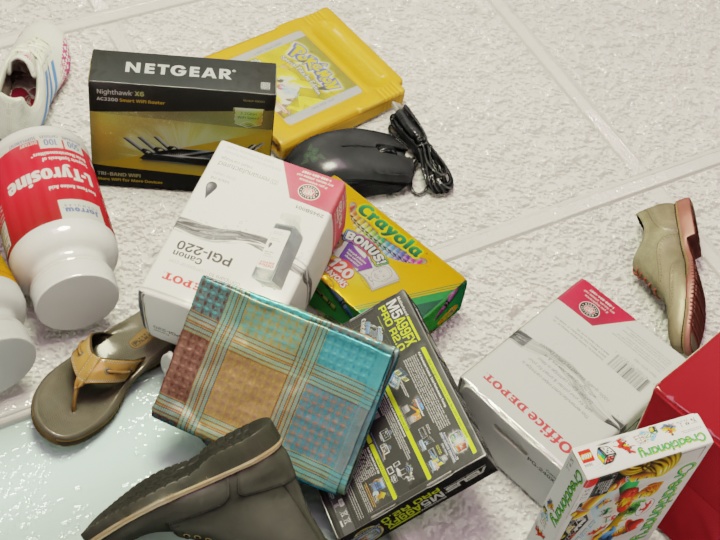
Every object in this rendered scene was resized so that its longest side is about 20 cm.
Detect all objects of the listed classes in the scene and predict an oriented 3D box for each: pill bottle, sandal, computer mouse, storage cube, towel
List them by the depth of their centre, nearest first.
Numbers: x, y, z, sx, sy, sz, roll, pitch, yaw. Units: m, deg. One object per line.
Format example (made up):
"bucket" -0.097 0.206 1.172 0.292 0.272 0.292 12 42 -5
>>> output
"towel" -0.080 0.105 1.221 0.198 0.022 0.148 21 91 6
"storage cube" 0.376 0.171 1.262 0.199 0.172 0.180 -34 61 -30
"pill bottle" -0.394 0.022 1.297 0.110 0.112 0.200 -22 57 -25
"sandal" -0.244 0.090 1.303 0.081 0.055 0.200 37 55 20
"pill bottle" -0.313 -0.043 1.364 0.111 0.113 0.201 -12 54 -18
"computer mouse" 0.001 -0.133 1.527 0.198 0.053 0.139 -15 55 -20

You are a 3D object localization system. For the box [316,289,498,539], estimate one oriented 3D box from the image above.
"box" 0.018 0.140 1.265 0.159 0.044 0.201 -31 56 5

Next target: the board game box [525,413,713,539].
"board game box" 0.223 0.206 1.188 0.125 0.201 0.035 -13 56 -18

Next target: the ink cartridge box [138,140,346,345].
"ink cartridge box" -0.114 -0.013 1.325 0.144 0.085 0.201 19 60 9

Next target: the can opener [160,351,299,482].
"can opener" -0.125 0.146 1.277 0.066 0.053 0.200 -29 61 -28

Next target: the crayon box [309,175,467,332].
"crayon box" 0.000 0.000 1.413 0.200 0.059 0.119 39 57 21

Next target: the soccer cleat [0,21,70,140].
"soccer cleat" -0.376 -0.233 1.527 0.069 0.087 0.201 6 50 -4

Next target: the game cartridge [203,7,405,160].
"game cartridge" -0.068 -0.232 1.612 0.199 0.033 0.176 -29 61 -27

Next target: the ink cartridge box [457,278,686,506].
"ink cartridge box" 0.207 0.123 1.330 0.199 0.084 0.145 -35 64 -31

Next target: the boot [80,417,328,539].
"boot" -0.136 0.239 1.191 0.199 0.077 0.139 -27 98 10

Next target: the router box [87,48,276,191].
"router box" -0.194 -0.158 1.449 0.198 0.158 0.053 3 50 -6

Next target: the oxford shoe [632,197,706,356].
"oxford shoe" 0.340 0.011 1.469 0.074 0.071 0.201 -8 49 19
